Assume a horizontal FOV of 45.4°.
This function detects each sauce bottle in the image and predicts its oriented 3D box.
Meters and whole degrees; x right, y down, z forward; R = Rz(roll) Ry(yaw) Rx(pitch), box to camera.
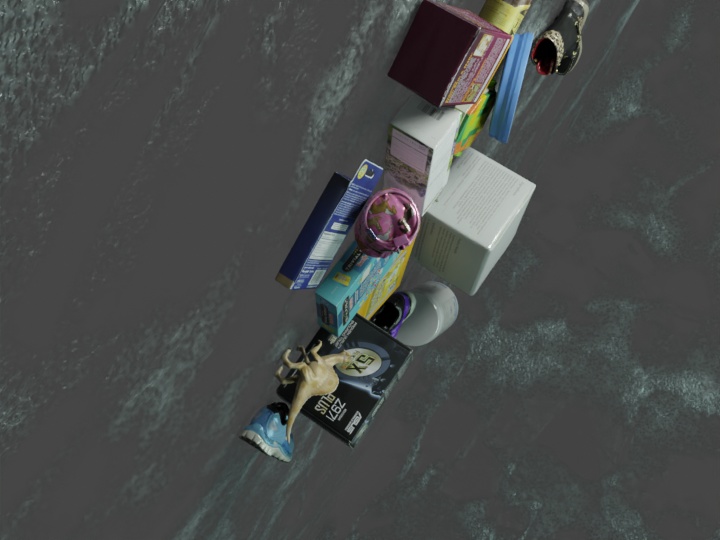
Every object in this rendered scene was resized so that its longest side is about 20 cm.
[{"bbox_3d":[0.219,-0.396,1.306,0.201,0.065,0.065,-61,166,18],"label":"sauce bottle"}]

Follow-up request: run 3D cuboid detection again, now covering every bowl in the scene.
[{"bbox_3d":[0.275,-0.337,1.581,0.201,0.039,0.202,14,90,-83],"label":"bowl"}]

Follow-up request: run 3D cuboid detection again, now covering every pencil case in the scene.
[{"bbox_3d":[0.036,-0.065,1.269,0.087,0.083,0.200,-61,-177,-4],"label":"pencil case"}]

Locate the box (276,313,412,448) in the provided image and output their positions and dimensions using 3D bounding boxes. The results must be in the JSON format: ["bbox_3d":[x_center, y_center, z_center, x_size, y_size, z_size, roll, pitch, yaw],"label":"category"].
[{"bbox_3d":[-0.026,0.188,1.542,0.200,0.163,0.086,-54,167,-13],"label":"box"}]

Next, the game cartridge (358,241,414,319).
[{"bbox_3d":[0.031,0.033,1.684,0.200,0.032,0.177,-49,164,-36],"label":"game cartridge"}]

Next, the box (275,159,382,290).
[{"bbox_3d":[-0.040,-0.066,1.191,0.201,0.032,0.121,-59,168,7],"label":"box"}]

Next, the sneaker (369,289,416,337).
[{"bbox_3d":[0.045,0.135,1.913,0.099,0.069,0.201,-16,133,-61],"label":"sneaker"}]

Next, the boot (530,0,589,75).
[{"bbox_3d":[0.422,-0.472,1.851,0.151,0.073,0.200,-52,162,-28],"label":"boot"}]

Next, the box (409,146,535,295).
[{"bbox_3d":[0.225,-0.100,1.771,0.200,0.171,0.199,-51,166,-26],"label":"box"}]

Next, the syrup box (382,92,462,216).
[{"bbox_3d":[0.091,-0.175,1.315,0.082,0.079,0.200,-53,166,-21],"label":"syrup box"}]

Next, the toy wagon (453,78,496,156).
[{"bbox_3d":[0.180,-0.263,1.525,0.200,0.039,0.156,-36,155,-58],"label":"toy wagon"}]

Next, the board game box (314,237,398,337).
[{"bbox_3d":[0.000,0.000,1.459,0.200,0.047,0.151,-53,166,-20],"label":"board game box"}]

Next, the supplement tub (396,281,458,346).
[{"bbox_3d":[0.152,0.101,2.062,0.132,0.132,0.200,-61,165,15],"label":"supplement tub"}]

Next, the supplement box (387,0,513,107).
[{"bbox_3d":[0.125,-0.290,1.160,0.111,0.085,0.200,-62,166,21],"label":"supplement box"}]

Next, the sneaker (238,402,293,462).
[{"bbox_3d":[-0.144,0.281,1.520,0.090,0.078,0.200,-59,167,-10],"label":"sneaker"}]

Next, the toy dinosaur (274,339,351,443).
[{"bbox_3d":[-0.089,0.178,1.424,0.200,0.101,0.058,-49,165,-33],"label":"toy dinosaur"}]
